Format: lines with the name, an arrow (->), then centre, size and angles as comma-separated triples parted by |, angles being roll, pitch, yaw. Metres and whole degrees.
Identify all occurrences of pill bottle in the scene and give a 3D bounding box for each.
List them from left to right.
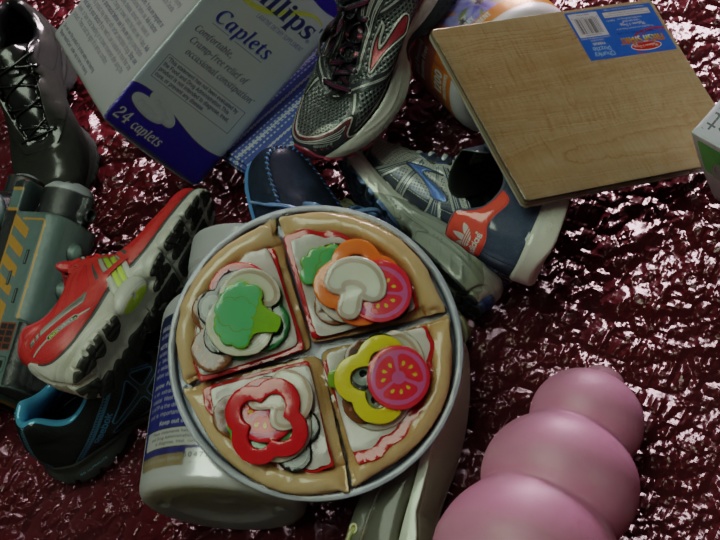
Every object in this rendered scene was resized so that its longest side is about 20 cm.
pill bottle -> -0.088, 0.074, 1.484 | 0.120, 0.120, 0.200 | -4, 67, 22
pill bottle -> 0.063, -0.203, 1.593 | 0.112, 0.112, 0.200 | -41, 54, -3

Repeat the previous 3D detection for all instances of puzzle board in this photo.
puzzle board -> 0.161, -0.120, 1.477 | 0.200, 0.017, 0.151 | -12, 61, -31

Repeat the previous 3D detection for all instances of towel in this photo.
towel -> -0.057, -0.133, 1.620 | 0.145, 0.024, 0.200 | -44, 32, -8

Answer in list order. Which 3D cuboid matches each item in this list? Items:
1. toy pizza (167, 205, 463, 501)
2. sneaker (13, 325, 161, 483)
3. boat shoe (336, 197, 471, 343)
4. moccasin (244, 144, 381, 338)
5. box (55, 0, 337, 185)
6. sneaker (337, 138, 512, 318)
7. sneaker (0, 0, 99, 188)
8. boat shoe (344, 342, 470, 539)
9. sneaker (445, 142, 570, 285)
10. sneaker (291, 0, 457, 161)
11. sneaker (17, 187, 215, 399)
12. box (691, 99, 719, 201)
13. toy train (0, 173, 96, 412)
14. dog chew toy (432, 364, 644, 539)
toy pizza -> -0.031, 0.054, 1.389 | 0.200, 0.032, 0.201 | -1, 82, 4
sneaker -> -0.169, 0.075, 1.553 | 0.200, 0.082, 0.073 | -44, 52, -7
boat shoe -> 0.001, -0.002, 1.541 | 0.201, 0.063, 0.073 | 42, 127, 39
moccasin -> -0.009, -0.009, 1.456 | 0.080, 0.068, 0.200 | -21, 74, -40
box -> -0.122, -0.199, 1.621 | 0.200, 0.105, 0.184 | -48, 33, 8
sneaker -> 0.055, -0.052, 1.544 | 0.085, 0.077, 0.200 | -36, 61, -12
sneaker -> -0.272, -0.138, 1.716 | 0.076, 0.091, 0.200 | -23, 57, 7
boat shoe -> 0.030, 0.140, 1.435 | 0.060, 0.072, 0.202 | 7, 69, 21
sneaker -> 0.112, -0.078, 1.482 | 0.084, 0.075, 0.200 | 23, 41, 0
sneaker -> 0.001, -0.173, 1.505 | 0.081, 0.075, 0.200 | 24, 85, 37
sneaker -> -0.180, 0.003, 1.526 | 0.085, 0.077, 0.200 | 21, 53, 25
box -> 0.360, -0.086, 1.409 | 0.176, 0.097, 0.200 | -47, 56, -10
toy train -> -0.267, 0.019, 1.614 | 0.114, 0.085, 0.200 | 3, 70, 35
dog chew toy -> 0.126, 0.150, 1.364 | 0.124, 0.125, 0.200 | 11, 59, 28
